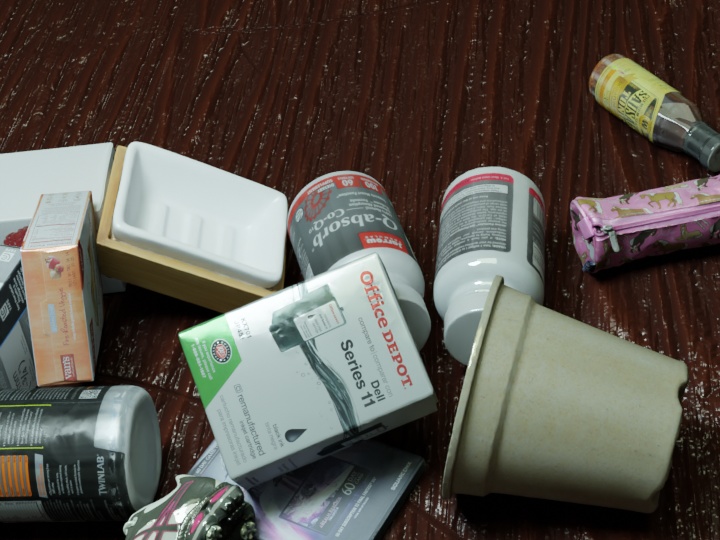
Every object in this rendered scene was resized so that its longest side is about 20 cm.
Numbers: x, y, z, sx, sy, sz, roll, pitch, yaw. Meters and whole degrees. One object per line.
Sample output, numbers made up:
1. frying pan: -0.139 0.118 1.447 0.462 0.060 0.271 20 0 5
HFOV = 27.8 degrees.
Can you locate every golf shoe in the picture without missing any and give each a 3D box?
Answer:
1. golf shoe: -0.178 0.258 1.259 0.087 0.078 0.200 18 47 35

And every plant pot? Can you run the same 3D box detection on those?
1. plant pot: 0.182 0.124 1.269 0.181 0.202 0.201 14 46 8

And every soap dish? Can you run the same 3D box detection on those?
1. soap dish: -0.176 -0.039 1.525 0.198 0.082 0.158 18 41 -16

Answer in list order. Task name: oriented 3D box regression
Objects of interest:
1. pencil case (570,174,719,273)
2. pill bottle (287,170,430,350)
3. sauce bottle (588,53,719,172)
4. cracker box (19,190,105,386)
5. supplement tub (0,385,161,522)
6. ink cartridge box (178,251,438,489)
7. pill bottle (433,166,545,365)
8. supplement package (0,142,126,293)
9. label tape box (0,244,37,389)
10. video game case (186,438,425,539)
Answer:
1. pencil case: 0.317 -0.053 1.497 0.198 0.083 0.087 -10 41 -2
2. pill bottle: 0.000 0.000 1.474 0.115 0.117 0.201 -15 42 -7
3. sauce bottle: 0.340 -0.177 1.641 0.066 0.067 0.200 -27 42 -19
4. cracker box: -0.287 0.013 1.421 0.057 0.136 0.200 -4 19 -5
5. supplement tub: -0.292 0.169 1.339 0.197 0.123 0.123 -1 42 8
6. ink cartridge box: -0.045 0.091 1.317 0.198 0.083 0.148 -23 75 -1
7. pill bottle: 0.129 -0.002 1.455 0.109 0.112 0.201 -1 42 9
8. supplement package: -0.359 -0.049 1.592 0.197 0.122 0.120 -6 42 5
9. label tape box: -0.378 0.094 1.423 0.063 0.145 0.201 9 45 17
10. video game case: -0.059 0.197 1.343 0.198 0.019 0.143 17 48 26
